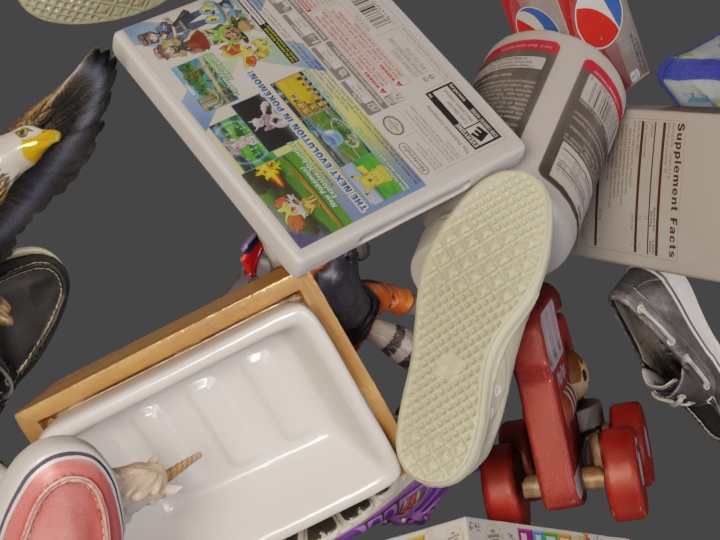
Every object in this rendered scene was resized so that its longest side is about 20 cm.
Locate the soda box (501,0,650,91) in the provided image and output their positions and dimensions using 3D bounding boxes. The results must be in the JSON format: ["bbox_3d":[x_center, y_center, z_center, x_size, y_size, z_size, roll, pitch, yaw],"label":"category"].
[{"bbox_3d":[0.144,-0.219,1.007,0.070,0.063,0.200,-36,116,-26],"label":"soda box"}]

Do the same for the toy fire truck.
[{"bbox_3d":[0.147,0.095,1.007,0.200,0.112,0.168,-27,107,-74],"label":"toy fire truck"}]

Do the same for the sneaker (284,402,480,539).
[{"bbox_3d":[0.018,0.163,0.977,0.200,0.081,0.084,-26,124,-26],"label":"sneaker"}]

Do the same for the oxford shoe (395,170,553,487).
[{"bbox_3d":[0.071,0.036,0.839,0.058,0.075,0.201,26,79,-67],"label":"oxford shoe"}]

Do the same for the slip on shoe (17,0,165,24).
[{"bbox_3d":[-0.123,-0.213,0.828,0.200,0.061,0.074,-33,148,-14],"label":"slip on shoe"}]

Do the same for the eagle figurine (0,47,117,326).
[{"bbox_3d":[-0.220,-0.061,0.753,0.150,0.200,0.152,-1,139,-1],"label":"eagle figurine"}]

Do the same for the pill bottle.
[{"bbox_3d":[0.107,-0.064,0.944,0.111,0.111,0.200,50,50,-30],"label":"pill bottle"}]

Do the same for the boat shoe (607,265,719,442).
[{"bbox_3d":[0.268,0.082,1.139,0.068,0.072,0.200,-43,117,-24],"label":"boat shoe"}]

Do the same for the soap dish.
[{"bbox_3d":[-0.087,0.097,0.844,0.200,0.081,0.158,-26,115,6],"label":"soap dish"}]

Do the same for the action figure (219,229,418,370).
[{"bbox_3d":[0.000,0.000,0.922,0.200,0.104,0.193,-57,132,-13],"label":"action figure"}]

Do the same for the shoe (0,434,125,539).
[{"bbox_3d":[-0.147,0.190,0.682,0.071,0.091,0.201,0,110,-28],"label":"shoe"}]

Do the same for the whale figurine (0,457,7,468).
[{"bbox_3d":[-0.205,0.212,0.798,0.159,0.104,0.200,-23,103,1],"label":"whale figurine"}]

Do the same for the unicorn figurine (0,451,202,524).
[{"bbox_3d":[-0.193,0.134,0.730,0.200,0.074,0.137,32,102,-34],"label":"unicorn figurine"}]

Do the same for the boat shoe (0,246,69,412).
[{"bbox_3d":[-0.236,0.066,0.785,0.199,0.066,0.075,-43,119,-22],"label":"boat shoe"}]

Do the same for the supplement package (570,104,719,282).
[{"bbox_3d":[0.253,-0.063,1.026,0.121,0.200,0.120,-4,100,-35],"label":"supplement package"}]

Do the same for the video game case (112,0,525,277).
[{"bbox_3d":[-0.025,-0.107,0.850,0.182,0.200,0.022,-28,157,-29],"label":"video game case"}]

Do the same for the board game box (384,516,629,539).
[{"bbox_3d":[0.088,0.217,0.980,0.200,0.134,0.034,18,57,-45],"label":"board game box"}]

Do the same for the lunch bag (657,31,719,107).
[{"bbox_3d":[0.370,-0.144,1.113,0.200,0.170,0.128,5,95,-34],"label":"lunch bag"}]
